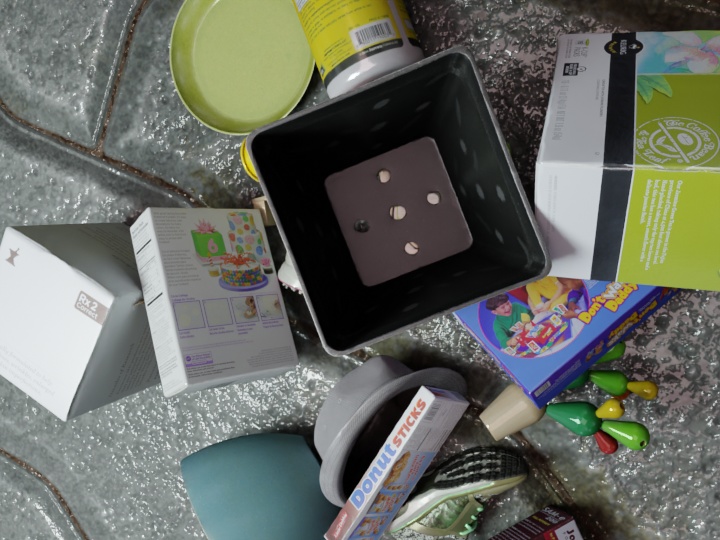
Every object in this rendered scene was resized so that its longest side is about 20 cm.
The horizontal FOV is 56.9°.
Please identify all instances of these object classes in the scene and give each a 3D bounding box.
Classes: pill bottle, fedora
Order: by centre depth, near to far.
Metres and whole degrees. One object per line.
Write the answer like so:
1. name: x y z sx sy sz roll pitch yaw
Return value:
1. pill bottle: -0.014 -0.291 0.721 0.112 0.112 0.201 -21 88 20
2. fedora: 0.019 0.168 0.750 0.090 0.177 0.200 40 110 42

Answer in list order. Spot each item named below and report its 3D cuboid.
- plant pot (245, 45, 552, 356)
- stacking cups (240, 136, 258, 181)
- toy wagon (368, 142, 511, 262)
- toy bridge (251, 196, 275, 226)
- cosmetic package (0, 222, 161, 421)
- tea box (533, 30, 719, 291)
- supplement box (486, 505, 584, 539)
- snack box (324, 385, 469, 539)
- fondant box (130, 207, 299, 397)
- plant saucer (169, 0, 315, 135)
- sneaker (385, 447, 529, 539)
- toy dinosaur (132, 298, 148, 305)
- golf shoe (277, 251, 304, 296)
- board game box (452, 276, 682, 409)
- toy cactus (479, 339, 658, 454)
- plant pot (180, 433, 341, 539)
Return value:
1. plant pot: 0.036 -0.060 0.626 0.199 0.177 0.200 -21 92 5
2. stacking cups: -0.045 -0.153 0.748 0.200 0.060 0.061 -12 91 35
3. toy wagon: 0.086 -0.110 0.728 0.155 0.040 0.201 -1 93 3
4. toy bridge: -0.043 -0.098 0.795 0.199 0.027 0.067 -7 93 20
5. cosmetic package: -0.324 0.050 0.817 0.165 0.200 0.165 29 104 15
6. tea box: 0.261 -0.101 0.581 0.196 0.200 0.134 5 139 17
7. supplement box: 0.154 0.350 0.706 0.199 0.061 0.109 -24 87 -13
8. snack box: 0.040 0.214 0.714 0.024 0.072 0.200 39 102 39
9. fondant box: -0.165 0.030 0.754 0.058 0.144 0.201 -29 71 45
10. plant saucer: -0.140 -0.266 0.811 0.199 0.031 0.201 2 96 20
11. sneaker: 0.112 0.272 0.765 0.200 0.077 0.089 -30 98 25
12. toy dinosaur: -0.174 0.053 0.810 0.200 0.106 0.061 31 87 -22
13. golf shoe: 0.000 0.000 0.768 0.199 0.075 0.092 17 97 16
14. board game box: 0.202 0.017 0.649 0.200 0.045 0.135 -40 50 0
15. toy cactus: 0.198 0.115 0.689 0.165 0.102 0.200 -35 69 1
16. plant pot: -0.102 0.272 0.784 0.135 0.200 0.200 -32 84 -11
